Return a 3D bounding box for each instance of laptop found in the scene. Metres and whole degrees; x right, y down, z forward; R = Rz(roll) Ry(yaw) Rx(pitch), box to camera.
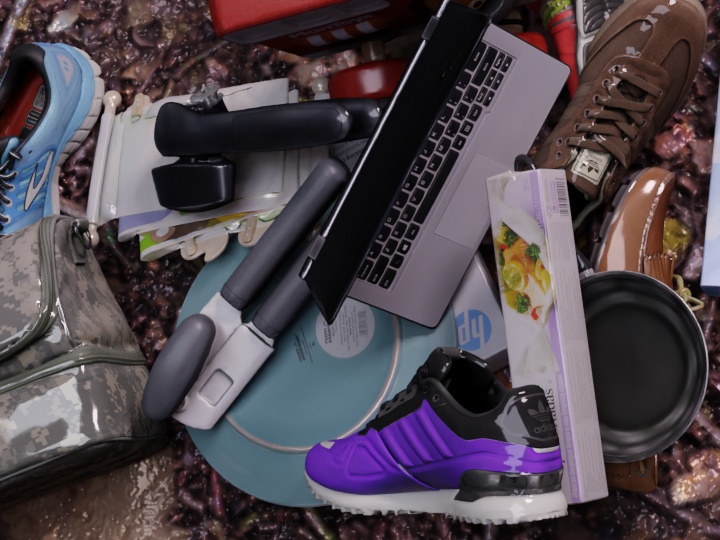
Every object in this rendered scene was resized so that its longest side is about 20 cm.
[{"bbox_3d":[0.056,-0.049,1.296,0.116,0.199,0.188,34,99,43],"label":"laptop"}]

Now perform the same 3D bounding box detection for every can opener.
[{"bbox_3d":[-0.061,-0.088,1.421,0.199,0.063,0.079,-9,101,43],"label":"can opener"},{"bbox_3d":[-0.066,0.019,1.403,0.053,0.067,0.200,40,102,7],"label":"can opener"}]

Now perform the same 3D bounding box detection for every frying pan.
[{"bbox_3d":[0.132,0.033,1.355,0.190,0.031,0.115,45,107,22],"label":"frying pan"}]

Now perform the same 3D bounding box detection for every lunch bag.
[{"bbox_3d":[-0.249,0.068,1.477,0.199,0.139,0.169,-21,80,14],"label":"lunch bag"}]

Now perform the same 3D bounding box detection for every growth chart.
[{"bbox_3d":[-0.104,-0.067,1.497,0.199,0.018,0.146,-3,61,27],"label":"growth chart"}]

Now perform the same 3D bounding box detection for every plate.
[{"bbox_3d":[-0.035,0.051,1.438,0.199,0.026,0.202,-5,76,19],"label":"plate"}]

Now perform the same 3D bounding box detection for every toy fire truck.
[{"bbox_3d":[0.025,-0.168,1.379,0.199,0.168,0.113,-11,86,22],"label":"toy fire truck"}]

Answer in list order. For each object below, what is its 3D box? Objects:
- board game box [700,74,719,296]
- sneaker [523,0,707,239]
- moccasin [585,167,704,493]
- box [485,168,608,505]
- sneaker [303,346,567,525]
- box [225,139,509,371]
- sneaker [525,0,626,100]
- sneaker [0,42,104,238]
[{"bbox_3d":[0.298,-0.080,1.395,0.150,0.037,0.202,3,79,19],"label":"board game box"},{"bbox_3d":[0.154,-0.081,1.378,0.070,0.076,0.201,24,122,-9],"label":"sneaker"},{"bbox_3d":[0.176,0.037,1.387,0.077,0.074,0.203,8,80,17],"label":"moccasin"},{"bbox_3d":[0.111,0.040,1.330,0.038,0.041,0.202,-9,87,31],"label":"box"},{"bbox_3d":[0.044,0.095,1.332,0.199,0.069,0.100,0,94,45],"label":"sneaker"},{"bbox_3d":[0.000,0.000,1.473,0.155,0.041,0.201,-27,71,11],"label":"box"},{"bbox_3d":[0.143,-0.176,1.457,0.085,0.077,0.201,-15,86,57],"label":"sneaker"},{"bbox_3d":[-0.250,-0.069,1.544,0.078,0.090,0.201,16,86,21],"label":"sneaker"}]
